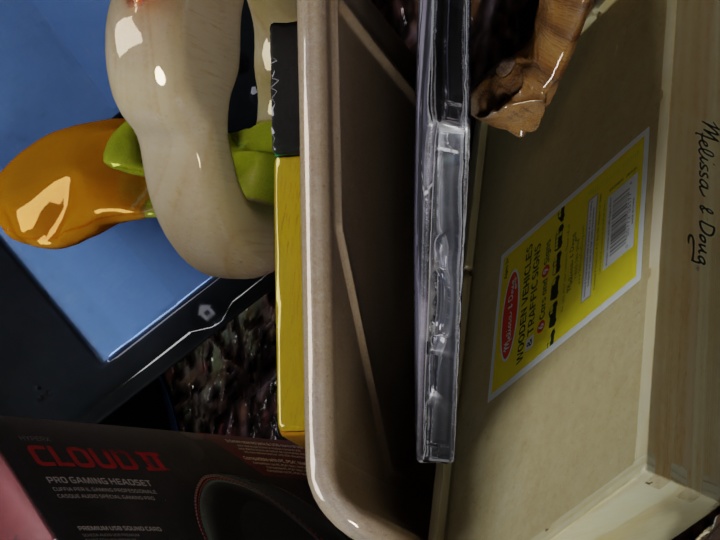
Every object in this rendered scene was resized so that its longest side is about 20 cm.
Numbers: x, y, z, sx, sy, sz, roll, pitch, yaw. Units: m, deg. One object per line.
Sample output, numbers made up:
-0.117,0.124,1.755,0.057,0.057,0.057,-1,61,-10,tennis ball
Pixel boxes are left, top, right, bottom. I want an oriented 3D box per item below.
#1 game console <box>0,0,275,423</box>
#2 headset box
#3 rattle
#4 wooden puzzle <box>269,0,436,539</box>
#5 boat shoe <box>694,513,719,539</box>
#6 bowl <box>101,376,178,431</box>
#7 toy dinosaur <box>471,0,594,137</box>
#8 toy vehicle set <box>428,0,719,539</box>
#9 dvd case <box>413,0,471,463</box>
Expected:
-0.106,-0.048,1.026,0.200,0.031,0.177,-37,93,14,game console
-0.044,0.125,0.827,0.075,0.148,0.200,-54,53,22,headset box
-0.086,-0.079,0.905,0.143,0.200,0.130,20,81,26,rattle
0.000,0.000,0.905,0.185,0.037,0.201,42,-139,-73,wooden puzzle
0.112,0.097,0.743,0.075,0.075,0.203,44,111,33,boat shoe
-0.150,0.046,1.106,0.039,0.200,0.201,-36,53,27,bowl
0.073,-0.134,0.850,0.106,0.060,0.200,-95,10,-51,toy dinosaur
0.069,0.005,0.845,0.124,0.026,0.200,-43,32,49,toy vehicle set
0.025,-0.064,0.861,0.149,0.016,0.200,90,-178,-48,dvd case
